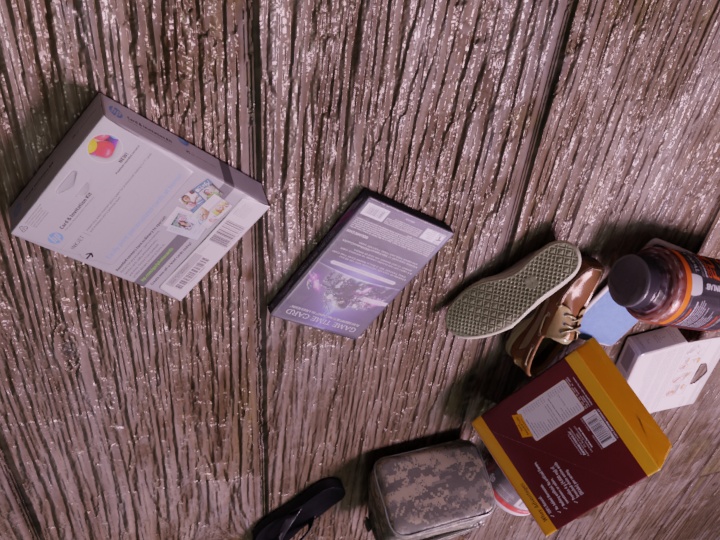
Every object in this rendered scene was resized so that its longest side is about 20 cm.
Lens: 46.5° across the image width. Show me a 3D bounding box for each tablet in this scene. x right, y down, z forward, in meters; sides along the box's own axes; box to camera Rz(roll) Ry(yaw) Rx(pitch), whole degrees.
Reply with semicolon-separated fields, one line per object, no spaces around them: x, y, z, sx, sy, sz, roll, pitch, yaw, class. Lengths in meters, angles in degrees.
0.402;0.036;1.249;0.129;0.014;0.200;15;127;-37;tablet

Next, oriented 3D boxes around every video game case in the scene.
0.000;0.000;1.011;0.142;0.019;0.200;19;124;-39;video game case

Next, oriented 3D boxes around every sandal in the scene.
-0.106;0.413;1.377;0.200;0.043;0.076;-44;136;21;sandal

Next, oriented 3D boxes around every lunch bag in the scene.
0.111;0.378;1.384;0.198;0.140;0.168;-11;154;-15;lunch bag

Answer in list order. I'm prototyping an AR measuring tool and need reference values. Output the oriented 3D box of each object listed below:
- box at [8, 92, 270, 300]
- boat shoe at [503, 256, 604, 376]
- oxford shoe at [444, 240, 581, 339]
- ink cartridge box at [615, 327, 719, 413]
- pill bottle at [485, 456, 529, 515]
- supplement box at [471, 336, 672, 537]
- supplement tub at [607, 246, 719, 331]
-0.213;-0.062;0.824;0.156;0.041;0.199;-44;137;21;box
0.280;0.070;1.178;0.075;0.074;0.201;5;132;-30;boat shoe
0.203;0.028;1.108;0.199;0.076;0.058;-34;175;14;oxford shoe
0.511;0.172;1.422;0.174;0.045;0.201;-11;138;-14;ink cartridge box
0.300;0.311;1.412;0.115;0.116;0.201;9;129;-32;pill bottle
0.313;0.244;1.247;0.200;0.198;0.132;-40;166;24;supplement box
0.435;0.026;1.161;0.198;0.107;0.107;8;130;-33;supplement tub
